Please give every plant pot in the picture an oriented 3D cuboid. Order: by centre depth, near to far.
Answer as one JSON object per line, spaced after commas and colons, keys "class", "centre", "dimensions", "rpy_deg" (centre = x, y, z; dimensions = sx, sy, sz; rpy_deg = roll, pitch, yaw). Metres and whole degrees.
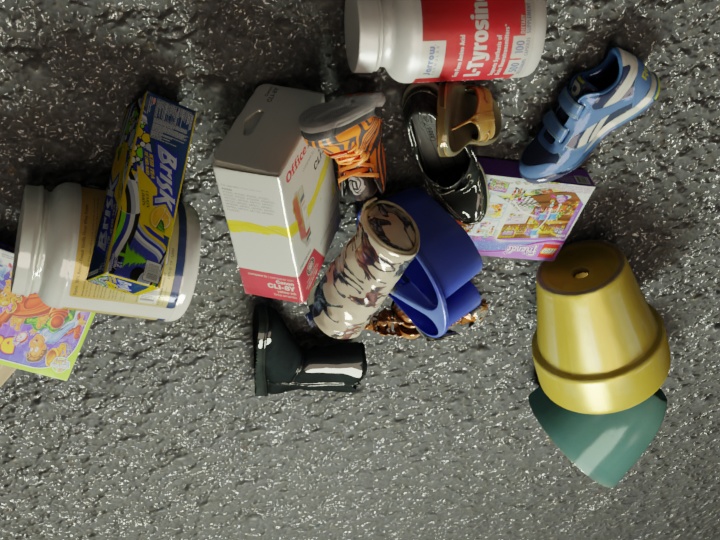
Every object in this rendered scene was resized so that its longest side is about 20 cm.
{"class": "plant pot", "centre": [0.335, 0.070, 1.309], "dimensions": [0.197, 0.202, 0.191], "rpy_deg": [-20, 122, 5]}
{"class": "plant pot", "centre": [0.401, 0.222, 1.478], "dimensions": [0.199, 0.202, 0.161], "rpy_deg": [29, 110, -37]}

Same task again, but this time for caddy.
{"class": "caddy", "centre": [0.066, -0.008, 1.140], "dimensions": [0.104, 0.200, 0.143], "rpy_deg": [-27, 141, -19]}

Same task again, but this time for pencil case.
{"class": "pencil case", "centre": [0.000, 0.000, 1.078], "dimensions": [0.089, 0.078, 0.201], "rpy_deg": [34, 136, 0]}

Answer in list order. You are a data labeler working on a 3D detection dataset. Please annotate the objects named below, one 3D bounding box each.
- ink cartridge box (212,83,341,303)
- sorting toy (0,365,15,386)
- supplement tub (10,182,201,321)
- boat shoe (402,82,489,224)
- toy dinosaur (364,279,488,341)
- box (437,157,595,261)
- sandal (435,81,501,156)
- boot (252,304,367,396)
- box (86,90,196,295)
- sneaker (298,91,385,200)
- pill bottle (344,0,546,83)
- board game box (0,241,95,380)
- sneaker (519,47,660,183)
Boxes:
{"class": "ink cartridge box", "centre": [-0.089, -0.086, 1.036], "dimensions": [0.082, 0.147, 0.202], "rpy_deg": [10, 140, 16]}
{"class": "sorting toy", "centre": [-0.517, 0.075, 1.175], "dimensions": [0.184, 0.037, 0.199], "rpy_deg": [28, 126, -36]}
{"class": "supplement tub", "centre": [-0.297, -0.022, 1.054], "dimensions": [0.196, 0.146, 0.146], "rpy_deg": [9, 132, -24]}
{"class": "boat shoe", "centre": [0.104, -0.126, 1.085], "dimensions": [0.073, 0.067, 0.202], "rpy_deg": [-14, 122, 15]}
{"class": "toy dinosaur", "centre": [0.070, 0.043, 1.233], "dimensions": [0.196, 0.137, 0.103], "rpy_deg": [7, 134, -22]}
{"class": "box", "centre": [0.198, -0.081, 1.215], "dimensions": [0.196, 0.040, 0.138], "rpy_deg": [4, 133, -20]}
{"class": "sandal", "centre": [0.131, -0.172, 1.016], "dimensions": [0.053, 0.082, 0.199], "rpy_deg": [-1, -172, 27]}
{"class": "boot", "centre": [-0.073, 0.115, 1.305], "dimensions": [0.164, 0.077, 0.202], "rpy_deg": [-3, 142, -8]}
{"class": "box", "centre": [-0.234, -0.081, 0.972], "dimensions": [0.063, 0.204, 0.070], "rpy_deg": [18, 163, -30]}
{"class": "sneaker", "centre": [-0.007, -0.128, 0.980], "dimensions": [0.076, 0.200, 0.114], "rpy_deg": [-1, 106, 19]}
{"class": "pill bottle", "centre": [0.086, -0.257, 0.950], "dimensions": [0.196, 0.113, 0.114], "rpy_deg": [-5, 136, -11]}
{"class": "board game box", "centre": [-0.429, 0.042, 1.104], "dimensions": [0.198, 0.045, 0.137], "rpy_deg": [22, 94, -37]}
{"class": "sneaker", "centre": [0.264, -0.191, 1.102], "dimensions": [0.200, 0.074, 0.082], "rpy_deg": [-42, 129, 16]}
